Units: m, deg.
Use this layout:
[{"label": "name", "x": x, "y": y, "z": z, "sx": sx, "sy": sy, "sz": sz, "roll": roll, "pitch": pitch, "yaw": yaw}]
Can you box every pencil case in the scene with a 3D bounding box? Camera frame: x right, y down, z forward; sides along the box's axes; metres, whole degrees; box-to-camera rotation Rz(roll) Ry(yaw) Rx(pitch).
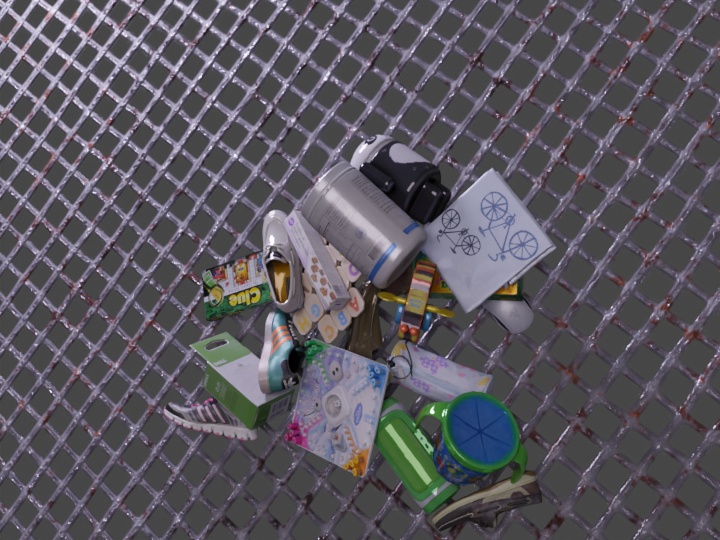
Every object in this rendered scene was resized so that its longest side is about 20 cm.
[{"label": "pencil case", "x": 0.142, "y": 0.195, "z": 1.481, "sx": 0.197, "sy": 0.091, "sz": 0.084, "roll": 21, "pitch": 80, "yaw": 17}]

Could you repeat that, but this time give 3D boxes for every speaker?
[{"label": "speaker", "x": 0.091, "y": 0.329, "z": 1.472, "sx": 0.088, "sy": 0.088, "sz": 0.201, "roll": -39, "pitch": 72, "yaw": 5}]

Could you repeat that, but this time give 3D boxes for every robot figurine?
[{"label": "robot figurine", "x": 0.072, "y": -0.169, "z": 1.531, "sx": 0.199, "sy": 0.151, "sz": 0.125, "roll": 37, "pitch": 73, "yaw": 23}]

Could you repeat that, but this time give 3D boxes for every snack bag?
[{"label": "snack bag", "x": 0.213, "y": -0.047, "z": 1.444, "sx": 0.199, "sy": 0.021, "sz": 0.190, "roll": -41, "pitch": 65, "yaw": 12}]

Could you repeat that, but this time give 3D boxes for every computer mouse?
[{"label": "computer mouse", "x": 0.241, "y": 0.027, "z": 1.512, "sx": 0.109, "sy": 0.044, "sz": 0.200, "roll": -42, "pitch": 71, "yaw": 3}]

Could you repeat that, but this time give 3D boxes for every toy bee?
[{"label": "toy bee", "x": 0.098, "y": 0.080, "z": 1.405, "sx": 0.128, "sy": 0.109, "sz": 0.204, "roll": -7, "pitch": 84, "yaw": 5}]

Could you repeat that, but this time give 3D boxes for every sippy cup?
[{"label": "sippy cup", "x": 0.184, "y": 0.296, "z": 1.392, "sx": 0.138, "sy": 0.131, "sz": 0.179, "roll": -19, "pitch": 63, "yaw": -27}]

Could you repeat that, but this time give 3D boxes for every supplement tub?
[{"label": "supplement tub", "x": 0.007, "y": -0.079, "z": 1.446, "sx": 0.200, "sy": 0.132, "sz": 0.132, "roll": 43, "pitch": 92, "yaw": 10}]

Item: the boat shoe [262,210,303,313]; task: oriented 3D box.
[{"label": "boat shoe", "x": -0.152, "y": -0.023, "z": 1.546, "sx": 0.069, "sy": 0.070, "sz": 0.204, "roll": -11, "pitch": 74, "yaw": 12}]

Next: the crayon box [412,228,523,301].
[{"label": "crayon box", "x": 0.196, "y": -0.011, "z": 1.486, "sx": 0.196, "sy": 0.058, "sz": 0.121, "roll": 0, "pitch": 77, "yaw": 23}]

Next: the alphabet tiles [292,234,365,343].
[{"label": "alphabet tiles", "x": -0.073, "y": 0.026, "z": 1.543, "sx": 0.200, "sy": 0.014, "sz": 0.197, "roll": -46, "pitch": 63, "yaw": 29}]

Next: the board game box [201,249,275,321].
[{"label": "board game box", "x": -0.230, "y": 0.026, "z": 1.630, "sx": 0.197, "sy": 0.023, "sz": 0.107, "roll": -18, "pitch": 74, "yaw": 26}]

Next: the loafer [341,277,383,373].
[{"label": "loafer", "x": 0.012, "y": 0.112, "z": 1.541, "sx": 0.066, "sy": 0.076, "sz": 0.204, "roll": 12, "pitch": 101, "yaw": -8}]

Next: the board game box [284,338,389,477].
[{"label": "board game box", "x": -0.049, "y": 0.247, "z": 1.503, "sx": 0.198, "sy": 0.026, "sz": 0.204, "roll": 15, "pitch": 95, "yaw": 40}]

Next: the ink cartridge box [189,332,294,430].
[{"label": "ink cartridge box", "x": -0.231, "y": 0.206, "z": 1.563, "sx": 0.199, "sy": 0.103, "sz": 0.060, "roll": 35, "pitch": 122, "yaw": 27}]

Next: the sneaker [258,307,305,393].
[{"label": "sneaker", "x": -0.139, "y": 0.147, "z": 1.548, "sx": 0.078, "sy": 0.072, "sz": 0.202, "roll": -6, "pitch": 42, "yaw": 8}]

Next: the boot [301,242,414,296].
[{"label": "boot", "x": 0.000, "y": 0.000, "z": 1.580, "sx": 0.200, "sy": 0.064, "sz": 0.187, "roll": 44, "pitch": 102, "yaw": 11}]

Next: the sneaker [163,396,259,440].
[{"label": "sneaker", "x": -0.283, "y": 0.270, "z": 1.595, "sx": 0.196, "sy": 0.074, "sz": 0.089, "roll": 9, "pitch": 82, "yaw": 12}]

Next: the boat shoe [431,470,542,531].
[{"label": "boat shoe", "x": 0.220, "y": 0.413, "z": 1.426, "sx": 0.198, "sy": 0.072, "sz": 0.067, "roll": -26, "pitch": 68, "yaw": 4}]

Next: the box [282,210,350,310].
[{"label": "box", "x": -0.082, "y": -0.020, "z": 1.517, "sx": 0.039, "sy": 0.041, "sz": 0.202, "roll": -43, "pitch": 63, "yaw": 32}]
